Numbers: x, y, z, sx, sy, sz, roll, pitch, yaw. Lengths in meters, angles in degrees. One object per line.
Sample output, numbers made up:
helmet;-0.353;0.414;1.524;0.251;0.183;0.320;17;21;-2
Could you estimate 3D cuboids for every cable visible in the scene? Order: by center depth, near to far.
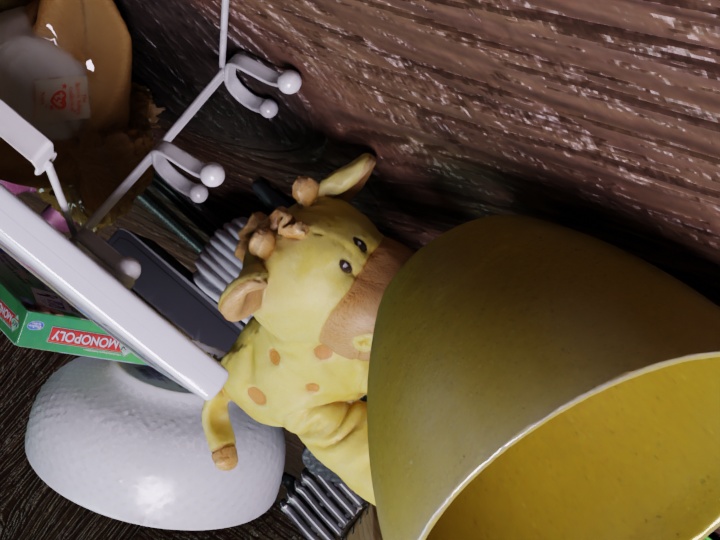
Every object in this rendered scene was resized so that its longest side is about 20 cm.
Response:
cable;-0.037;0.038;0.998;0.200;0.069;0.200;40;175;-13

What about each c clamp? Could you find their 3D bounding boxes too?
c clamp;-0.164;-0.051;1.177;0.200;0.027;0.171;41;161;-6

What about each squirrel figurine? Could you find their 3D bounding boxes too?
squirrel figurine;-0.223;-0.120;0.876;0.187;0.142;0.200;30;163;52

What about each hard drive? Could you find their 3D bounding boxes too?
hard drive;-0.137;0.024;1.057;0.139;0.033;0.200;40;177;-2

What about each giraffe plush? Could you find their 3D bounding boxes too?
giraffe plush;-0.013;0.022;0.763;0.199;0.173;0.162;6;141;1

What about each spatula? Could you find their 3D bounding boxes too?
spatula;0.000;0.000;0.928;0.200;0.021;0.057;37;168;6

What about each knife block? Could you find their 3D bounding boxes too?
knife block;0.031;0.208;1.016;0.200;0.064;0.176;32;-161;-12

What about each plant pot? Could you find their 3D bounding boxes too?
plant pot;0.082;0.058;0.625;0.142;0.200;0.200;60;-177;38

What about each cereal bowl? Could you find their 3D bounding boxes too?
cereal bowl;-0.147;0.110;0.991;0.199;0.084;0.200;15;-163;-5

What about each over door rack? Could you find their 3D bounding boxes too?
over door rack;-0.101;-0.075;0.677;0.067;0.148;0.200;35;166;12

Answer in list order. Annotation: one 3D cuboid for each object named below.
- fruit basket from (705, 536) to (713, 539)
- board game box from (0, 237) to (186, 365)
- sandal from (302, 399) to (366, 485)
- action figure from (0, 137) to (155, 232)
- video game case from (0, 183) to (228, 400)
fruit basket;0.168;0.199;0.926;0.215;0.156;0.216;37;-176;-3
board game box;-0.235;0.012;0.996;0.134;0.029;0.200;14;-167;-41
sandal;0.051;0.102;0.909;0.200;0.048;0.075;-22;129;25
action figure;-0.246;-0.094;0.987;0.149;0.199;0.134;-6;92;63
video game case;-0.173;-0.006;0.737;0.200;0.024;0.182;41;170;-17
